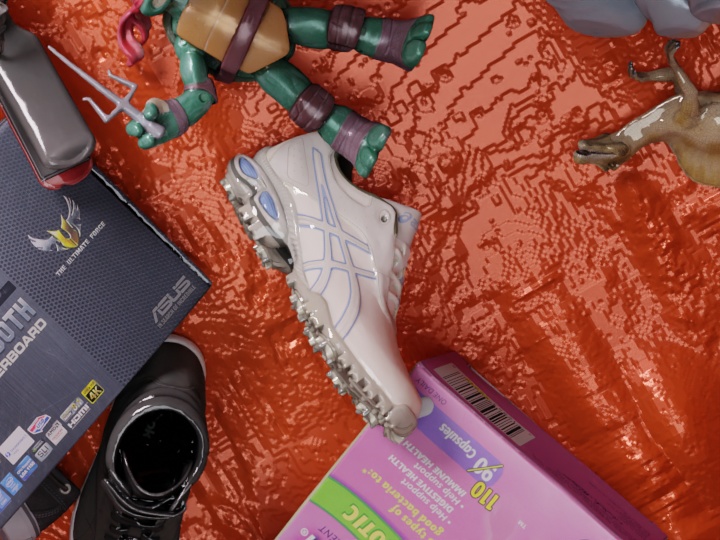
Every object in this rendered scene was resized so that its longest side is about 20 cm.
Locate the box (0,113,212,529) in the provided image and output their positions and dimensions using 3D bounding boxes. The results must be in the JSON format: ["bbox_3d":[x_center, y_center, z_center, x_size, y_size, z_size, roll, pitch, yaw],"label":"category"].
[{"bbox_3d":[-0.208,0.028,1.487,0.158,0.051,0.200,45,72,-10],"label":"box"}]

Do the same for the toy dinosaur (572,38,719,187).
[{"bbox_3d":[0.227,-0.093,1.509,0.198,0.058,0.102,4,120,6],"label":"toy dinosaur"}]

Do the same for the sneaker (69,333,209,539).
[{"bbox_3d":[-0.136,0.145,1.535,0.070,0.099,0.201,12,106,-6],"label":"sneaker"}]

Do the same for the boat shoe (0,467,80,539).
[{"bbox_3d":[-0.235,0.070,1.535,0.066,0.070,0.201,-34,97,-15],"label":"boat shoe"}]

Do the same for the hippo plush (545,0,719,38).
[{"bbox_3d":[0.143,-0.226,1.437,0.199,0.159,0.162,5,81,11],"label":"hippo plush"}]

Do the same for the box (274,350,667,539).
[{"bbox_3d":[0.049,0.181,1.521,0.176,0.097,0.200,41,102,10],"label":"box"}]

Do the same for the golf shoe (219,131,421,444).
[{"bbox_3d":[0.000,0.000,1.475,0.097,0.078,0.201,-27,68,-6],"label":"golf shoe"}]

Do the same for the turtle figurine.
[{"bbox_3d":[-0.067,-0.137,1.461,0.199,0.101,0.150,22,112,-6],"label":"turtle figurine"}]

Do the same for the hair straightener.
[{"bbox_3d":[-0.202,-0.147,1.450,0.041,0.077,0.201,-21,80,-15],"label":"hair straightener"}]
